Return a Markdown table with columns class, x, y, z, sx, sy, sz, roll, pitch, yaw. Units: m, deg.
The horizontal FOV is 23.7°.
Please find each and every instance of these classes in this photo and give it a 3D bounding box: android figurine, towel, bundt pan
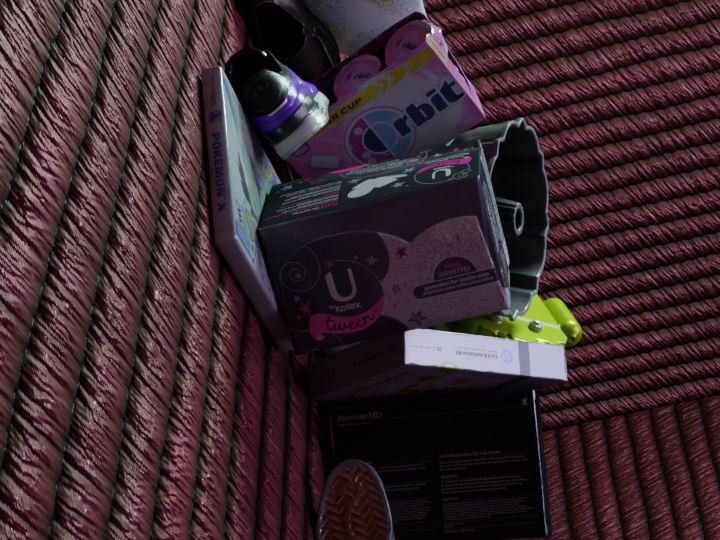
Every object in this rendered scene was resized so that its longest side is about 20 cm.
| class | x | y | z | sx | sy | sz | roll | pitch | yaw |
| --- | --- | --- | --- | --- | --- | --- | --- | --- | --- |
| android figurine | 0.145 | 0.046 | 1.804 | 0.200 | 0.181 | 0.041 | -116 | -137 | -64 |
| towel | -0.022 | -0.291 | 1.833 | 0.048 | 0.199 | 0.171 | -66 | 158 | -19 |
| bundt pan | 0.125 | -0.051 | 1.720 | 0.202 | 0.075 | 0.203 | 1 | 90 | -66 |

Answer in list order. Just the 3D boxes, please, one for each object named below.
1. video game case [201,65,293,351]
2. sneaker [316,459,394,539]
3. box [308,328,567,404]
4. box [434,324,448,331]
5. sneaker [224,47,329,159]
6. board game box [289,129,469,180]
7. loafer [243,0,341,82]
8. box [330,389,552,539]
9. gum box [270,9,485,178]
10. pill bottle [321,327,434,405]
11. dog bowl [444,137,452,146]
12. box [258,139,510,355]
| class | x | y | z | sx | sy | sz | roll | pitch | yaw |
| --- | --- | --- | --- | --- | --- | --- | --- | --- | --- |
| video game case | -0.097 | -0.052 | 1.524 | 0.200 | 0.022 | 0.183 | 64 | 16 | -57 |
| sneaker | 0.003 | 0.272 | 1.569 | 0.080 | 0.071 | 0.201 | 35 | 47 | -84 |
| box | 0.075 | 0.098 | 1.658 | 0.199 | 0.156 | 0.041 | 9 | 69 | -35 |
| box | 0.040 | 0.000 | 1.893 | 0.200 | 0.048 | 0.122 | 32 | 29 | -21 |
| sneaker | -0.085 | -0.171 | 1.623 | 0.100 | 0.070 | 0.200 | 47 | 2 | -13 |
| board game box | 0.017 | -0.145 | 1.831 | 0.032 | 0.199 | 0.120 | -150 | -139 | -70 |
| loafer | -0.078 | -0.240 | 1.795 | 0.200 | 0.073 | 0.072 | 56 | 28 | -48 |
| box | 0.079 | 0.196 | 1.665 | 0.079 | 0.199 | 0.142 | 34 | 52 | -78 |
| gum box | 0.019 | -0.159 | 1.731 | 0.114 | 0.200 | 0.066 | 48 | 16 | -35 |
| pill bottle | 0.034 | 0.101 | 1.819 | 0.200 | 0.115 | 0.116 | 62 | 17 | -52 |
| dog bowl | 0.027 | -0.078 | 1.781 | 0.050 | 0.200 | 0.111 | 47 | -4 | -35 |
| box | 0.024 | -0.020 | 1.525 | 0.115 | 0.199 | 0.133 | -78 | 154 | -68 |
